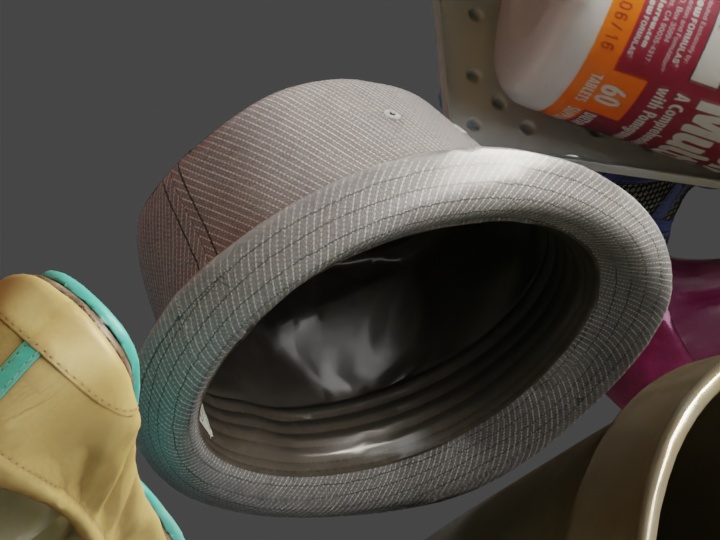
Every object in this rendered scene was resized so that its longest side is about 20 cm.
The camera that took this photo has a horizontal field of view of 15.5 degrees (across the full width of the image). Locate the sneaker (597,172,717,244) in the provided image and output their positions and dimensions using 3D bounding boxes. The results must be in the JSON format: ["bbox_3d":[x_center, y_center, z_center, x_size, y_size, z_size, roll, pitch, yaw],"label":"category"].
[{"bbox_3d":[0.138,-0.075,1.092,0.200,0.075,0.079,-40,115,-34],"label":"sneaker"}]

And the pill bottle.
[{"bbox_3d":[0.157,-0.082,0.941,0.199,0.110,0.110,18,64,-12],"label":"pill bottle"}]

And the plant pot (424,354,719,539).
[{"bbox_3d":[0.100,0.136,0.913,0.199,0.173,0.201,15,68,-41],"label":"plant pot"}]

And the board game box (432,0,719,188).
[{"bbox_3d":[0.115,-0.114,1.027,0.199,0.026,0.201,7,58,-19],"label":"board game box"}]

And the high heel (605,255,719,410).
[{"bbox_3d":[0.142,0.078,1.073,0.068,0.095,0.201,-76,151,-47],"label":"high heel"}]

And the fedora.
[{"bbox_3d":[0.000,0.000,0.893,0.199,0.177,0.091,5,45,-43],"label":"fedora"}]

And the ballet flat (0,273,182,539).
[{"bbox_3d":[-0.095,0.064,0.763,0.069,0.200,0.063,37,70,17],"label":"ballet flat"}]
